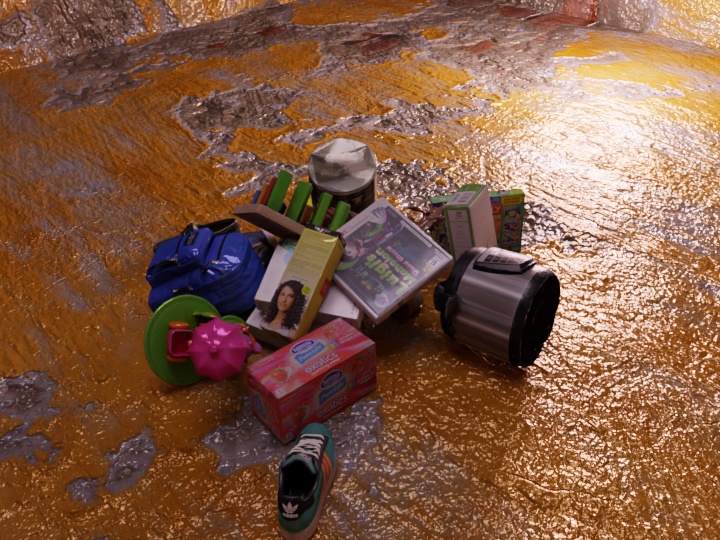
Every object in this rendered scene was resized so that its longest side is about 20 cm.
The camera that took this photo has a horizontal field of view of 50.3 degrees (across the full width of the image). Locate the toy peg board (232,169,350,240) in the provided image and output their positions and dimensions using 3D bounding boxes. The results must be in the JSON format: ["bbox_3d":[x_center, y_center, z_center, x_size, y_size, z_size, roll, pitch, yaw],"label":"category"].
[{"bbox_3d":[-0.123,-0.112,1.500,0.197,0.100,0.198,27,-7,-22],"label":"toy peg board"}]

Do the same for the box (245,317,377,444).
[{"bbox_3d":[-0.077,0.173,1.246,0.197,0.097,0.102,-26,38,-31],"label":"box"}]

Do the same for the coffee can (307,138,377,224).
[{"bbox_3d":[-0.034,-0.152,1.610,0.142,0.202,0.149,-1,54,2],"label":"coffee can"}]

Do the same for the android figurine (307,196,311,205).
[{"bbox_3d":[-0.041,-0.138,1.772,0.194,0.042,0.184,2,34,3],"label":"android figurine"}]

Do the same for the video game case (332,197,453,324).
[{"bbox_3d":[0.034,-0.024,1.353,0.180,0.024,0.200,-36,57,-17],"label":"video game case"}]

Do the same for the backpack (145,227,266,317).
[{"bbox_3d":[-0.281,0.015,1.414,0.195,0.170,0.164,-15,36,14],"label":"backpack"}]

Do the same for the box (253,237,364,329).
[{"bbox_3d":[-0.076,0.020,1.372,0.195,0.037,0.147,10,56,14],"label":"box"}]

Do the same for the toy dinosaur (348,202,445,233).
[{"bbox_3d":[0.072,-0.093,1.508,0.196,0.087,0.137,19,59,19],"label":"toy dinosaur"}]

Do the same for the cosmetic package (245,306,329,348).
[{"bbox_3d":[-0.095,0.055,1.406,0.148,0.052,0.202,17,58,26],"label":"cosmetic package"}]

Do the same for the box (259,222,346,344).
[{"bbox_3d":[-0.096,0.023,1.309,0.074,0.050,0.204,15,70,22],"label":"box"}]

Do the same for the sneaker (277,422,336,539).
[{"bbox_3d":[-0.075,0.280,1.094,0.069,0.082,0.202,1,33,6],"label":"sneaker"}]

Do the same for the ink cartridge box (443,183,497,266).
[{"bbox_3d":[0.220,-0.053,1.489,0.058,0.204,0.104,1,29,31],"label":"ink cartridge box"}]

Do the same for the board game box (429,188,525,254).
[{"bbox_3d":[0.241,-0.095,1.599,0.194,0.138,0.029,-6,32,-4],"label":"board game box"}]

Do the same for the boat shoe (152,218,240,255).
[{"bbox_3d":[-0.358,-0.075,1.677,0.196,0.067,0.072,-11,34,-12],"label":"boat shoe"}]

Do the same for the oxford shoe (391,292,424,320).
[{"bbox_3d":[0.040,0.011,1.484,0.200,0.071,0.074,47,44,16],"label":"oxford shoe"}]

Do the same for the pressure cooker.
[{"bbox_3d":[0.226,0.056,1.331,0.197,0.177,0.181,20,68,33],"label":"pressure cooker"}]

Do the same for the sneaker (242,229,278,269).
[{"bbox_3d":[-0.227,-0.007,1.558,0.143,0.082,0.201,-19,38,-13],"label":"sneaker"}]

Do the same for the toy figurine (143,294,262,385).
[{"bbox_3d":[-0.228,0.125,1.249,0.196,0.155,0.182,5,1,-36],"label":"toy figurine"}]
